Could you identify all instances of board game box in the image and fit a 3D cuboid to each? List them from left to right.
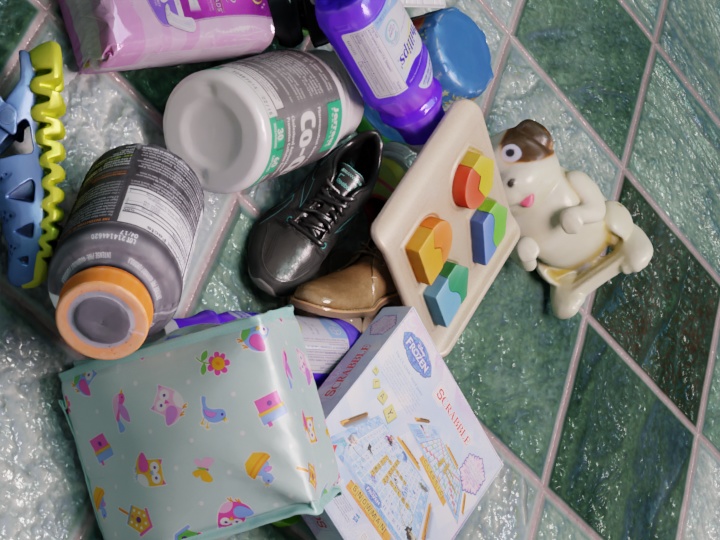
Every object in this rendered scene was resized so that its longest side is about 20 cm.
[{"bbox_3d":[0.027,0.171,1.376,0.200,0.041,0.200,-49,122,-35],"label":"board game box"}]

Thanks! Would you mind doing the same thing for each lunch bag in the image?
[{"bbox_3d":[-0.133,0.132,1.227,0.122,0.199,0.171,-16,90,-75],"label":"lunch bag"}]

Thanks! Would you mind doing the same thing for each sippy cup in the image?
[{"bbox_3d":[0.063,-0.210,1.619,0.178,0.130,0.140,55,43,-18],"label":"sippy cup"}]

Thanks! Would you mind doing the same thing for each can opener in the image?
[{"bbox_3d":[-0.079,-0.306,1.462,0.078,0.063,0.200,-19,110,-9],"label":"can opener"}]

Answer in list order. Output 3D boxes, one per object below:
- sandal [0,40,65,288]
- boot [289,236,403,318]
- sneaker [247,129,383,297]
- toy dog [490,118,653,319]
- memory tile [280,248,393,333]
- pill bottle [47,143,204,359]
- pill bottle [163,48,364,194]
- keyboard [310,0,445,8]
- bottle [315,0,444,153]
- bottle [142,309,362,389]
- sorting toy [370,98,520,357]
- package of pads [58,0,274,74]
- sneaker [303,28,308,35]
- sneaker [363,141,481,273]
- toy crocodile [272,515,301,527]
[{"bbox_3d":[-0.281,-0.084,1.242,0.087,0.079,0.201,-2,81,-10],"label":"sandal"},{"bbox_3d":[0.000,0.000,1.466,0.200,0.073,0.076,-17,122,-57],"label":"boot"},{"bbox_3d":[-0.041,-0.061,1.461,0.075,0.079,0.200,36,58,-6],"label":"sneaker"},{"bbox_3d":[0.214,-0.080,1.734,0.200,0.139,0.194,40,36,-31],"label":"toy dog"},{"bbox_3d":[-0.021,0.072,1.500,0.153,0.017,0.201,23,60,-41],"label":"memory tile"},{"bbox_3d":[-0.189,-0.013,1.229,0.106,0.106,0.200,49,22,-23],"label":"pill bottle"},{"bbox_3d":[-0.084,-0.146,1.435,0.200,0.113,0.113,-29,97,-56],"label":"pill bottle"},{"bbox_3d":[0.018,-0.286,1.501,0.200,0.011,0.056,-9,92,-48],"label":"keyboard"},{"bbox_3d":[0.027,-0.195,1.454,0.200,0.065,0.084,57,36,-39],"label":"bottle"},{"bbox_3d":[-0.094,0.070,1.365,0.200,0.083,0.065,5,100,-34],"label":"bottle"},{"bbox_3d":[0.093,-0.037,1.500,0.185,0.036,0.200,-56,143,-25],"label":"sorting toy"},{"bbox_3d":[-0.179,-0.246,1.393,0.200,0.076,0.121,-14,87,-43],"label":"package of pads"},{"bbox_3d":[-0.068,-0.300,1.541,0.200,0.084,0.077,26,51,-40],"label":"sneaker"},{"bbox_3d":[0.050,-0.027,1.585,0.090,0.078,0.200,-39,103,-33],"label":"sneaker"},{"bbox_3d":[-0.026,0.195,1.405,0.200,0.067,0.062,2,74,-47],"label":"toy crocodile"}]
